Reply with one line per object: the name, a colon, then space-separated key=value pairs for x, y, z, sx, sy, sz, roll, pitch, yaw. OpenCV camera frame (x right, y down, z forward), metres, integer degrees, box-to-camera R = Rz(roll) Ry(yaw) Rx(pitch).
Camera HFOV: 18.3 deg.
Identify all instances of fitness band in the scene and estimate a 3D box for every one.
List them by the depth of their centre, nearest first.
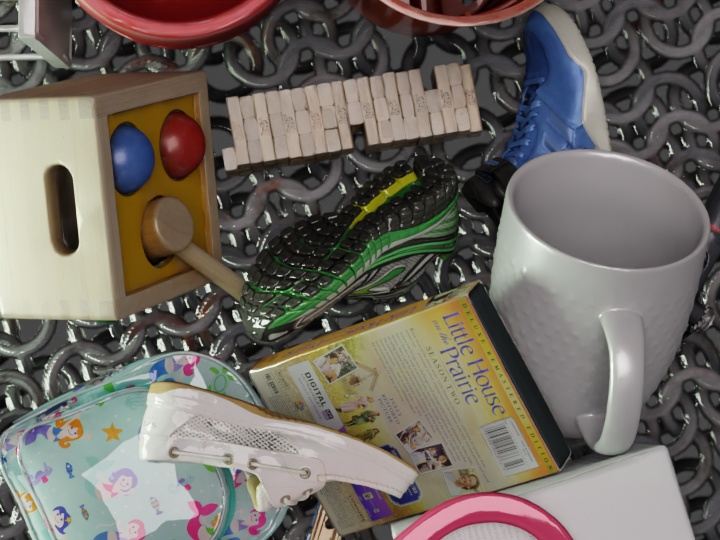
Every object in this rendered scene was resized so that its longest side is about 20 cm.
fitness band: x=0.063 y=0.239 z=1.490 sx=0.200 sy=0.037 sz=0.144 roll=-41 pitch=84 yaw=-3

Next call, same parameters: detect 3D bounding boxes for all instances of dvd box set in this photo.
dvd box set: x=0.033 y=0.101 z=1.593 sx=0.199 sy=0.029 sz=0.147 roll=-21 pitch=105 yaw=33

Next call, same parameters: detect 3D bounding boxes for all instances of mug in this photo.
mug: x=0.166 y=0.042 z=1.587 sx=0.146 sy=0.201 sz=0.176 roll=1 pitch=127 yaw=-10

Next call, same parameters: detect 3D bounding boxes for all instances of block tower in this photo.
block tower: x=-0.009 y=-0.116 z=1.701 sx=0.198 sy=0.054 sz=0.058 roll=-11 pitch=86 yaw=-2

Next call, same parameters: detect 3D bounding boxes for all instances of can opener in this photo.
can opener: x=0.261 y=-0.026 z=1.693 sx=0.078 sy=0.063 sz=0.201 roll=33 pitch=86 yaw=-2

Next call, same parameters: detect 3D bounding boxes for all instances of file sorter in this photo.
file sorter: x=-0.287 y=-0.262 z=1.668 sx=0.123 sy=0.139 sz=0.202 roll=0 pitch=86 yaw=3

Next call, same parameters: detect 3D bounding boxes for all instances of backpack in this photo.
backpack: x=-0.152 y=0.152 z=1.641 sx=0.199 sy=0.151 sz=0.179 roll=-24 pitch=87 yaw=-7

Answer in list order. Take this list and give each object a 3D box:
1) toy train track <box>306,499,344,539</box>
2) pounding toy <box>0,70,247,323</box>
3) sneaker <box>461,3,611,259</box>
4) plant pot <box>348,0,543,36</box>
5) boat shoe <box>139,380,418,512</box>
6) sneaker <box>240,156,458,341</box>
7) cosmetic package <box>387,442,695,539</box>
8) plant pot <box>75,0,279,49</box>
toy train track: x=-0.034 y=0.226 z=1.687 sx=0.114 sy=0.033 sz=0.202 roll=17 pitch=88 yaw=-1
pounding toy: x=-0.159 y=-0.038 z=1.623 sx=0.141 sy=0.184 sz=0.202 roll=0 pitch=101 yaw=26
sneaker: x=0.127 y=-0.095 z=1.689 sx=0.110 sy=0.077 sz=0.202 roll=-13 pitch=93 yaw=-11
plant pot: x=0.056 y=-0.261 z=1.635 sx=0.199 sy=0.195 sz=0.203 roll=1 pitch=86 yaw=-7
boat shoe: x=-0.059 y=0.135 z=1.560 sx=0.198 sy=0.071 sz=0.070 roll=17 pitch=81 yaw=-8
sneaker: x=0.000 y=0.000 z=1.646 sx=0.199 sy=0.078 sz=0.086 roll=-31 pitch=127 yaw=-24
cosmetic package: x=0.133 y=0.210 z=1.607 sx=0.198 sy=0.199 sz=0.124 roll=-19 pitch=87 yaw=-1
plant pot: x=-0.135 y=-0.261 z=1.639 sx=0.199 sy=0.182 sz=0.202 roll=0 pitch=91 yaw=-5
